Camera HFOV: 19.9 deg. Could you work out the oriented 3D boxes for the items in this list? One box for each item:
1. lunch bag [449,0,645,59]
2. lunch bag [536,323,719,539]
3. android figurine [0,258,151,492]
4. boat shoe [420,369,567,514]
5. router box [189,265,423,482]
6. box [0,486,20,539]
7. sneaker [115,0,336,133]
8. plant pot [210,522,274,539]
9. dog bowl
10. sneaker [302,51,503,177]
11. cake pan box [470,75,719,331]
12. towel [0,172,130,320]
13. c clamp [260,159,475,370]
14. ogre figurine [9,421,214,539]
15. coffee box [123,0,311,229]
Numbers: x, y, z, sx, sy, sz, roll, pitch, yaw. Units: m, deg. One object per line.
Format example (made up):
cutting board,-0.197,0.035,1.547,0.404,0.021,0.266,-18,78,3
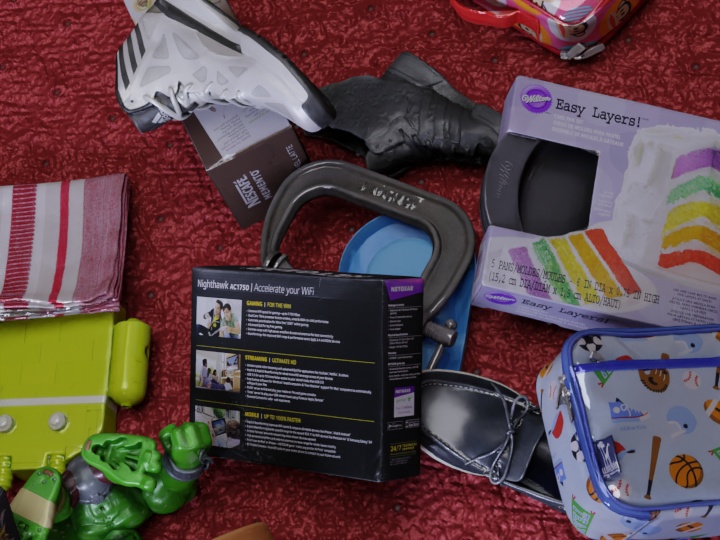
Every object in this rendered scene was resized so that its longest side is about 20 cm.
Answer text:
lunch bag,0.147,-0.272,1.710,0.200,0.082,0.176,38,80,25
lunch bag,0.226,0.111,1.481,0.200,0.076,0.160,0,62,-20
android figurine,-0.259,0.086,1.676,0.182,0.041,0.200,-1,65,13
boat shoe,0.117,0.129,1.521,0.200,0.062,0.075,28,79,5
router box,-0.044,0.074,1.549,0.200,0.051,0.149,4,94,41
box,-0.323,0.244,1.534,0.158,0.200,0.051,1,36,15
sneaker,-0.114,-0.136,1.604,0.200,0.076,0.115,37,88,32
plant pot,-0.124,0.291,1.478,0.200,0.200,0.140,-29,80,0
dog bowl,0.034,0.052,1.612,0.111,0.050,0.200,4,68,16
sneaker,0.046,-0.108,1.677,0.104,0.060,0.200,-45,59,-9
cake pan box,0.189,-0.044,1.582,0.200,0.052,0.184,14,67,-3
towel,-0.293,-0.019,1.699,0.200,0.023,0.144,-5,49,3
c clamp,0.000,0.000,1.601,0.200,0.027,0.171,27,75,23
ogre figurine,-0.200,0.173,1.577,0.200,0.120,0.098,-39,68,-4
coffee box,-0.117,-0.152,1.704,0.080,0.114,0.200,-28,62,0
